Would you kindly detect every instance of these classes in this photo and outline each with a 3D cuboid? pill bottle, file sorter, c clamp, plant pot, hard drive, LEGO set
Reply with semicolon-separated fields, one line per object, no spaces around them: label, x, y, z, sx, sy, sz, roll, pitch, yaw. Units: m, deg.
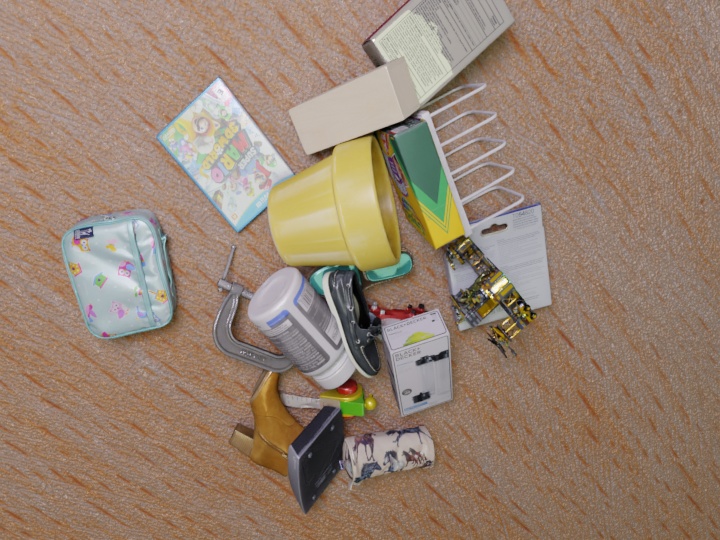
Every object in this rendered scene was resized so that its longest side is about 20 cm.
pill bottle;-0.091;0.104;0.903;0.112;0.114;0.202;-36;118;4
file sorter;0.168;-0.189;0.871;0.121;0.139;0.205;-26;109;-2
c clamp;-0.176;0.080;0.932;0.197;0.027;0.176;32;68;-26
plant pot;-0.043;-0.093;0.849;0.182;0.202;0.208;-11;110;12
hard drive;-0.083;0.353;0.990;0.041;0.135;0.205;25;137;26
LEGO set;0.195;0.048;0.889;0.115;0.202;0.153;-41;128;9

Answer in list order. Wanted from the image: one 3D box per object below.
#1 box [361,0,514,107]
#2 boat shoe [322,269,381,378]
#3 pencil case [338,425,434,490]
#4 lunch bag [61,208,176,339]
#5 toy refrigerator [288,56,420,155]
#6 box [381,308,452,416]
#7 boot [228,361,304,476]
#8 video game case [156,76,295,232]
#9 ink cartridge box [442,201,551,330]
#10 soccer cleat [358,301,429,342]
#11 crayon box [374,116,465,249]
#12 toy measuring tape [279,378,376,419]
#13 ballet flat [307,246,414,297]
box;0.115;-0.370;0.821;0.198;0.109;0.129;-40;108;5
boat shoe;0.003;0.089;0.892;0.064;0.075;0.206;-16;103;24
pencil case;0.057;0.362;1.035;0.192;0.077;0.094;-2;97;-22
lunch bag;-0.392;0.002;0.876;0.154;0.077;0.208;-9;108;-5
toy refrigerator;-0.011;-0.249;0.806;0.195;0.070;0.078;-10;114;39
box;0.107;0.175;0.975;0.112;0.061;0.205;-15;132;-5
boot;-0.148;0.276;0.993;0.140;0.071;0.206;26;99;-9
video game case;-0.218;-0.187;0.875;0.142;0.018;0.202;-38;109;4
ink cartridge box;0.255;-0.009;0.990;0.192;0.041;0.207;-14;108;-3
soccer cleat;0.043;0.105;0.982;0.192;0.069;0.089;4;108;-13
crayon box;0.086;-0.149;0.837;0.057;0.201;0.177;-22;109;0
toy measuring tape;-0.060;0.244;1.022;0.192;0.074;0.077;2;109;15
ballet flat;0.000;0.000;0.942;0.192;0.066;0.073;-10;107;-2
